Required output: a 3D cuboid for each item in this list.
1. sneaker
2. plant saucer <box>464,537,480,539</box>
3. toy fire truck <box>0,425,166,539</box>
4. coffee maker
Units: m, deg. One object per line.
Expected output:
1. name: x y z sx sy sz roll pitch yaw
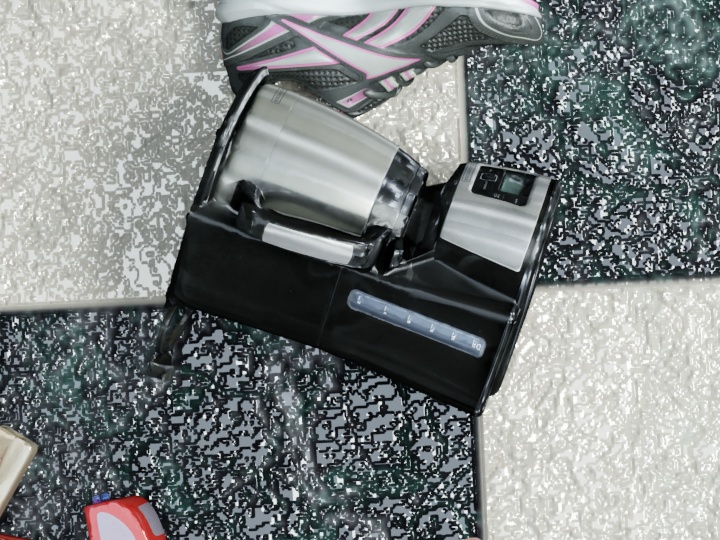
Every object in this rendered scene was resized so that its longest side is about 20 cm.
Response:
1. sneaker: 0.011 -0.133 1.545 0.198 0.080 0.087 2 101 13
2. plant saucer: 0.070 0.291 1.491 0.200 0.037 0.200 45 61 -9
3. toy fire truck: -0.220 0.146 1.564 0.198 0.049 0.142 -13 88 5
4. coffee maker: 0.000 0.000 1.515 0.199 0.193 0.135 22 49 3
